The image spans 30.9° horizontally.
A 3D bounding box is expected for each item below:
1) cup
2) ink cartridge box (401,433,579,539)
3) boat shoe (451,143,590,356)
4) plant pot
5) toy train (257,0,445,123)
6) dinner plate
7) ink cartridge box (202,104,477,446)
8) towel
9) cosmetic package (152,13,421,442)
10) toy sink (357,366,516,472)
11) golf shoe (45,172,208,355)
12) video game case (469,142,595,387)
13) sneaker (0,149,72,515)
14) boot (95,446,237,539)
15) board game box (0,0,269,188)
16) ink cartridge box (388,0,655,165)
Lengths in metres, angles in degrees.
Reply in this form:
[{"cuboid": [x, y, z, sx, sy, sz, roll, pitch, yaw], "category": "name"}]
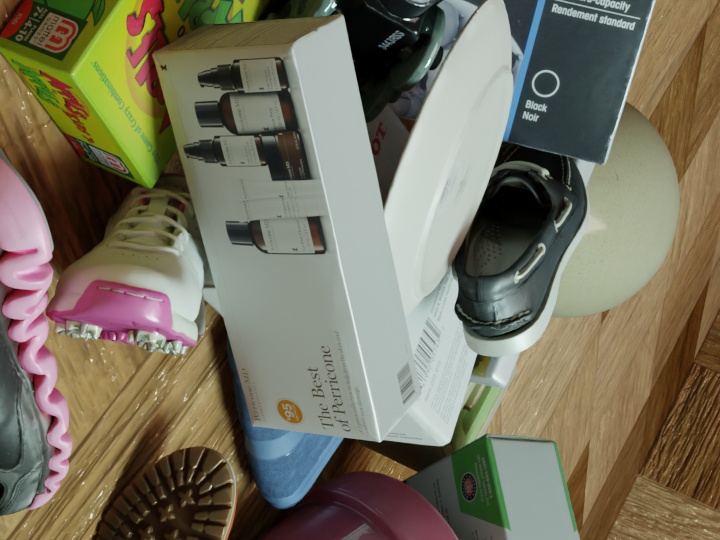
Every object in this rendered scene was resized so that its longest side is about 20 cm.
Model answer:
[{"cuboid": [0.150, -0.053, 1.069, 0.143, 0.198, 0.203, -12, 122, -66], "category": "cup"}, {"cuboid": [0.084, 0.239, 1.075, 0.083, 0.148, 0.200, 8, 150, -36], "category": "ink cartridge box"}, {"cuboid": [0.103, -0.034, 0.832, 0.201, 0.075, 0.061, -74, 153, -48], "category": "boat shoe"}, {"cuboid": [-0.035, 0.274, 0.991, 0.178, 0.199, 0.202, -16, 126, -44], "category": "plant pot"}, {"cuboid": [-0.005, -0.143, 0.695, 0.200, 0.085, 0.115, -24, -136, 64], "category": "toy train"}, {"cuboid": [0.050, -0.052, 0.724, 0.200, 0.024, 0.202, 22, 89, -77], "category": "dinner plate"}, {"cuboid": [0.000, 0.000, 0.828, 0.200, 0.084, 0.146, 49, 53, -45], "category": "ink cartridge box"}, {"cuboid": [-0.050, 0.080, 0.939, 0.112, 0.048, 0.201, -53, 155, -33], "category": "towel"}, {"cuboid": [-0.033, -0.017, 0.630, 0.051, 0.082, 0.202, -41, 125, -48], "category": "cosmetic package"}, {"cuboid": [0.057, 0.078, 1.099, 0.131, 0.111, 0.201, -59, 156, -21], "category": "toy sink"}, {"cuboid": [-0.109, -0.007, 0.648, 0.200, 0.074, 0.093, -179, -80, -84], "category": "golf shoe"}, {"cuboid": [0.074, -0.019, 0.963, 0.023, 0.181, 0.202, 35, 72, -36], "category": "video game case"}, {"cuboid": [-0.185, 0.039, 0.580, 0.095, 0.079, 0.202, -23, 135, -30], "category": "sneaker"}, {"cuboid": [-0.128, 0.201, 0.850, 0.202, 0.075, 0.107, -62, 162, 8], "category": "boot"}, {"cuboid": [-0.085, -0.153, 0.637, 0.201, 0.047, 0.102, -61, 158, -17], "category": "board game box"}, {"cuboid": [0.090, -0.185, 0.827, 0.043, 0.196, 0.202, -79, -179, -68], "category": "ink cartridge box"}]
